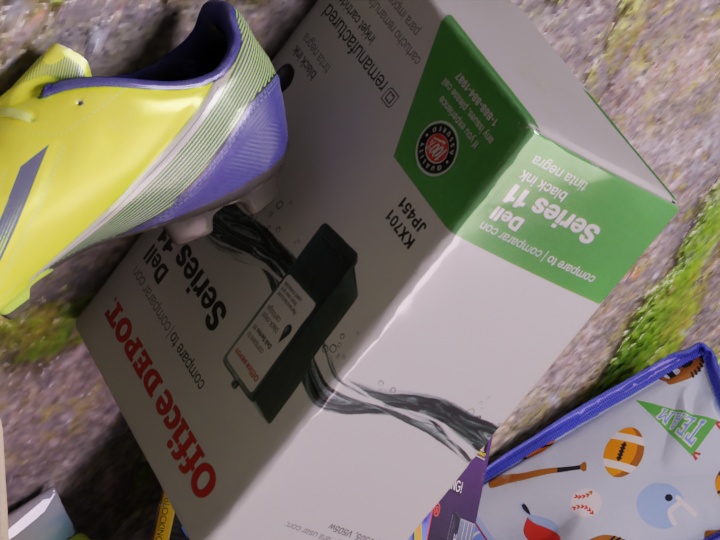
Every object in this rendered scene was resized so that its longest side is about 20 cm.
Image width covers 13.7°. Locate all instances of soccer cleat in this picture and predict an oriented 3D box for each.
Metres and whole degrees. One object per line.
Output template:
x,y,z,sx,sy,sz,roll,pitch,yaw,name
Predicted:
-0.117,-0.033,1.019,0.200,0.065,0.084,-25,118,-23,soccer cleat

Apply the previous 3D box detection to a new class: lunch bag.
0.121,0.154,1.523,0.200,0.124,0.170,-27,151,-2,lunch bag

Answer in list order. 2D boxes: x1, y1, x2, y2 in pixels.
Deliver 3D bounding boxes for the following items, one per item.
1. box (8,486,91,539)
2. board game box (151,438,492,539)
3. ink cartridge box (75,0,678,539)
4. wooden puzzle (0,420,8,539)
-0.130,0.203,1.234,0.122,0.048,0.200,-33,122,-19,box
-0.017,0.123,1.269,0.200,0.057,0.165,27,73,-62,board game box
0.000,0.000,1.093,0.083,0.147,0.200,24,111,-39,ink cartridge box
-0.191,0.143,0.943,0.200,0.046,0.185,-31,151,-25,wooden puzzle
